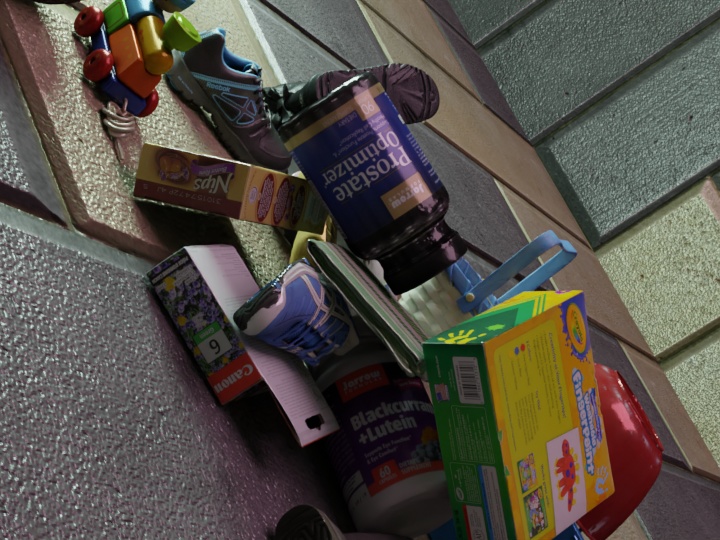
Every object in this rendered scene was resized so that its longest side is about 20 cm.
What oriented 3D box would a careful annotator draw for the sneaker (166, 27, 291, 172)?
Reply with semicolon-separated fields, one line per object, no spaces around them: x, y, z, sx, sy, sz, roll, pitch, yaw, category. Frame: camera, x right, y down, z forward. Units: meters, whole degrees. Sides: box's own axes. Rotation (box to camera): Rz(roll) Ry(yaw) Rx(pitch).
-0.133;-0.188;1.570;0.200;0.082;0.073;46;17;-34;sneaker

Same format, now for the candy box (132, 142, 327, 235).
-0.119;-0.078;1.342;0.116;0.057;0.200;14;4;21;candy box

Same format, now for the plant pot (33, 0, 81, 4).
-0.300;-0.366;1.325;0.187;0.187;0.200;3;69;-69;plant pot

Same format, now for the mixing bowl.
0.244;0.172;1.433;0.200;0.108;0.200;55;12;-18;mixing bowl

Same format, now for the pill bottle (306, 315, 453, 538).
0.016;0.146;1.304;0.111;0.111;0.200;31;29;-54;pill bottle

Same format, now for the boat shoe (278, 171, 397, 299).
-0.035;-0.023;1.570;0.200;0.060;0.074;50;57;-18;boat shoe

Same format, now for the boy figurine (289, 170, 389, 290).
-0.028;-0.019;1.498;0.200;0.124;0.064;65;-20;-6;boy figurine

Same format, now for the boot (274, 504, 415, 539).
0.019;0.284;1.151;0.200;0.072;0.182;44;21;-54;boot

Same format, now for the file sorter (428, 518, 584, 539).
0.152;0.251;1.443;0.123;0.139;0.200;29;31;-62;file sorter

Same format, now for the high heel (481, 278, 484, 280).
0.078;0.061;1.579;0.071;0.142;0.200;55;17;-1;high heel

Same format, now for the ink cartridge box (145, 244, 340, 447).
-0.102;0.073;1.223;0.200;0.050;0.109;59;16;8;ink cartridge box

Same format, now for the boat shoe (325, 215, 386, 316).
0.000;0.000;1.435;0.071;0.069;0.201;-113;-157;-73;boat shoe

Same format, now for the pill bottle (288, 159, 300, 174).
-0.008;-0.116;1.727;0.113;0.113;0.200;60;17;13;pill bottle

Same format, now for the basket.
0.136;0.032;1.445;0.139;0.200;0.176;50;11;15;basket

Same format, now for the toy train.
-0.203;-0.204;1.347;0.085;0.116;0.200;38;24;-45;toy train

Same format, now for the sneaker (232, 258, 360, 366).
-0.047;0.040;1.212;0.077;0.076;0.200;54;15;9;sneaker

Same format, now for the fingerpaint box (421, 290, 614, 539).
0.145;0.135;1.247;0.167;0.073;0.200;-23;106;-47;fingerpaint box

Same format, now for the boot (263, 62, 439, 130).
-0.025;-0.206;1.691;0.198;0.162;0.074;-5;90;-33;boot

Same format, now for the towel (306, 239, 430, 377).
0.015;0.034;1.285;0.153;0.023;0.200;49;6;5;towel

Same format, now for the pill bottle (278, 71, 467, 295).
0.016;-0.082;1.338;0.200;0.112;0.112;57;16;-5;pill bottle
